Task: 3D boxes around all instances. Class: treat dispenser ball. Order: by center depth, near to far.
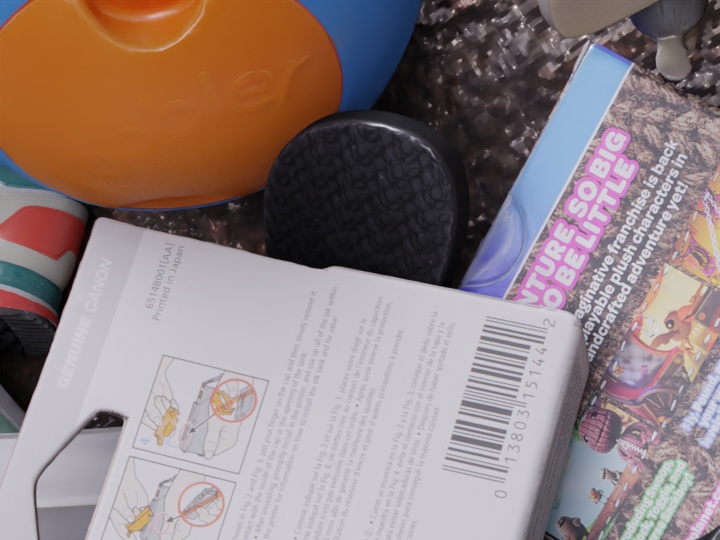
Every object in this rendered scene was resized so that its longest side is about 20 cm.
[{"bbox_3d":[-0.075,-0.122,0.994,0.200,0.201,0.202,-1,85,18],"label":"treat dispenser ball"}]

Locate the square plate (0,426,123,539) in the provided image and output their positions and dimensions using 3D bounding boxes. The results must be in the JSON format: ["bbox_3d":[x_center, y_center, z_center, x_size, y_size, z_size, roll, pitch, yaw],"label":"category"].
[{"bbox_3d":[-0.111,0.158,0.995,0.028,0.197,0.201,1,91,58],"label":"square plate"}]

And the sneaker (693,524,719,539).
[{"bbox_3d":[0.122,0.109,0.855,0.199,0.114,0.076,-41,73,13],"label":"sneaker"}]

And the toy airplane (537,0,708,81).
[{"bbox_3d":[0.176,-0.146,0.940,0.199,0.141,0.200,17,95,-13],"label":"toy airplane"}]

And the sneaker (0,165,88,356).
[{"bbox_3d":[-0.199,-0.032,1.108,0.199,0.070,0.094,14,74,21],"label":"sneaker"}]

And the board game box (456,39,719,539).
[{"bbox_3d":[0.137,0.039,0.965,0.200,0.097,0.160,31,96,18],"label":"board game box"}]

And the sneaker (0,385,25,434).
[{"bbox_3d":[-0.154,0.107,1.025,0.200,0.118,0.074,46,130,-5],"label":"sneaker"}]

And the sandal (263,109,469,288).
[{"bbox_3d":[0.000,0.000,0.992,0.075,0.200,0.045,40,57,14],"label":"sandal"}]

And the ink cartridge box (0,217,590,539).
[{"bbox_3d":[-0.033,0.093,0.902,0.175,0.045,0.201,12,68,14],"label":"ink cartridge box"}]
